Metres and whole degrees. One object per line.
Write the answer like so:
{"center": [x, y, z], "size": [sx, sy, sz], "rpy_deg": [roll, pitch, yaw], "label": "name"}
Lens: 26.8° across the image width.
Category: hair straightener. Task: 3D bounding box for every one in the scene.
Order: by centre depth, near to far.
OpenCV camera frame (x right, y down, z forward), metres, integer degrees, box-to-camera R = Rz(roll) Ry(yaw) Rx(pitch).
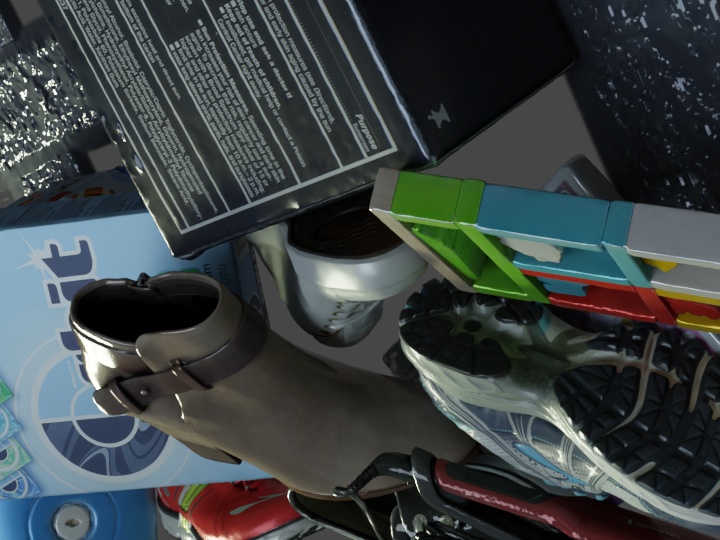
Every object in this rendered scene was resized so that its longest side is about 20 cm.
{"center": [0.080, 0.143, 0.743], "size": [0.198, 0.041, 0.078], "rpy_deg": [15, 115, 4], "label": "hair straightener"}

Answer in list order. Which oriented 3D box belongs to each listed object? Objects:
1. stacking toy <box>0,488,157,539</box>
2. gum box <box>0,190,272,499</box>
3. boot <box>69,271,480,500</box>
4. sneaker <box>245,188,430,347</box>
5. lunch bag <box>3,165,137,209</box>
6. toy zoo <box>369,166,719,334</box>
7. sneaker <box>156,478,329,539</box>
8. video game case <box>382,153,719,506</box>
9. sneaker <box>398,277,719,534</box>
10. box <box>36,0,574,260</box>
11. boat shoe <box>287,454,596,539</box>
{"center": [-0.216, 0.155, 1.089], "size": [0.200, 0.115, 0.111], "rpy_deg": [-159, 63, -73], "label": "stacking toy"}
{"center": [-0.151, 0.044, 0.884], "size": [0.197, 0.045, 0.172], "rpy_deg": [-5, 110, 13], "label": "gum box"}
{"center": [-0.049, 0.055, 0.777], "size": [0.197, 0.071, 0.147], "rpy_deg": [-4, 145, 19], "label": "boot"}
{"center": [0.000, 0.000, 0.770], "size": [0.085, 0.072, 0.200], "rpy_deg": [64, 168, -15], "label": "sneaker"}
{"center": [-0.174, 0.024, 0.986], "size": [0.199, 0.075, 0.162], "rpy_deg": [-13, 109, 48], "label": "lunch bag"}
{"center": [0.116, -0.002, 0.626], "size": [0.198, 0.021, 0.131], "rpy_deg": [10, 169, 23], "label": "toy zoo"}
{"center": [-0.087, 0.132, 0.956], "size": [0.199, 0.076, 0.086], "rpy_deg": [0, 106, 58], "label": "sneaker"}
{"center": [0.102, 0.051, 0.768], "size": [0.143, 0.018, 0.200], "rpy_deg": [49, 140, 7], "label": "video game case"}
{"center": [0.111, 0.070, 0.719], "size": [0.199, 0.078, 0.087], "rpy_deg": [29, 151, 32], "label": "sneaker"}
{"center": [-0.039, -0.135, 0.701], "size": [0.197, 0.123, 0.202], "rpy_deg": [-15, 106, 49], "label": "box"}
{"center": [0.046, 0.136, 0.820], "size": [0.198, 0.064, 0.071], "rpy_deg": [8, 122, 41], "label": "boat shoe"}
